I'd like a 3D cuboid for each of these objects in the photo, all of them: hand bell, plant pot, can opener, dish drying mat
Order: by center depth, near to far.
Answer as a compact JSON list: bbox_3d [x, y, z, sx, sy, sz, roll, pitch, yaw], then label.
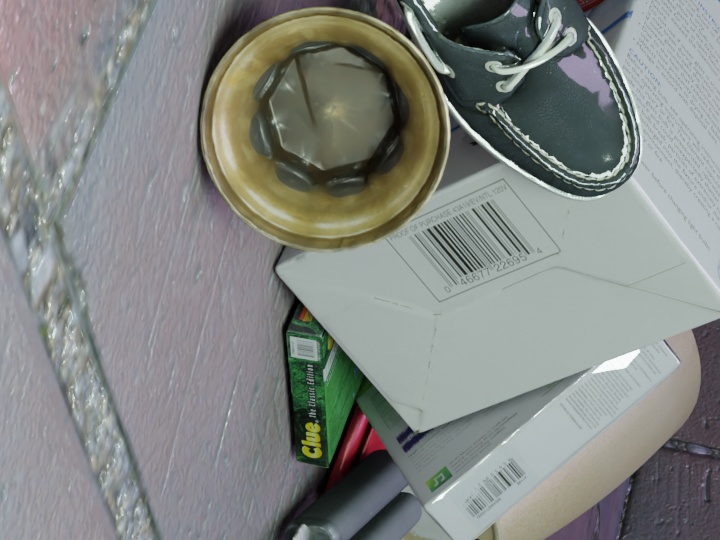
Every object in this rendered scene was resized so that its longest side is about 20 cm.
[{"bbox_3d":[-0.008,-0.086,0.956,0.200,0.104,0.104,-76,173,-73],"label":"hand bell"},{"bbox_3d":[-0.009,0.154,1.121,0.200,0.066,0.053,-39,126,-63],"label":"can opener"},{"bbox_3d":[0.022,0.057,1.242,0.077,0.018,0.200,50,59,-74],"label":"dish drying mat"},{"bbox_3d":[0.094,0.099,1.354,0.200,0.187,0.187,-46,147,-43],"label":"plant pot"}]

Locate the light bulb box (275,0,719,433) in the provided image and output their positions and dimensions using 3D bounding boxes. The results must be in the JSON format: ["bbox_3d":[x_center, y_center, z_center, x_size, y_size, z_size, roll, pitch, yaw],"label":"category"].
[{"bbox_3d":[0.092,-0.050,1.058,0.125,0.198,0.200,50,37,-22],"label":"light bulb box"}]

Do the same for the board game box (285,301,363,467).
[{"bbox_3d":[0.000,0.000,1.151,0.105,0.023,0.200,91,15,-45],"label":"board game box"}]

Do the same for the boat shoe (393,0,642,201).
[{"bbox_3d":[0.052,-0.108,0.869,0.076,0.200,0.060,-42,-169,1],"label":"boat shoe"}]

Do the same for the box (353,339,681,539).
[{"bbox_3d":[0.073,0.053,1.105,0.036,0.144,0.200,50,1,-22],"label":"box"}]
